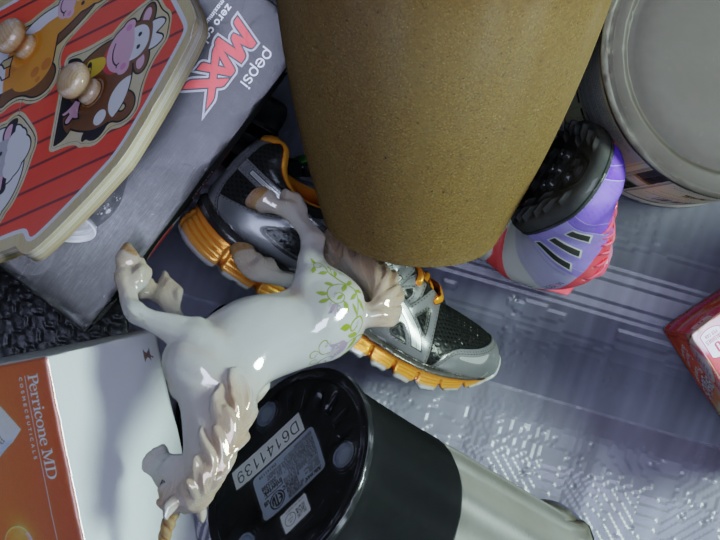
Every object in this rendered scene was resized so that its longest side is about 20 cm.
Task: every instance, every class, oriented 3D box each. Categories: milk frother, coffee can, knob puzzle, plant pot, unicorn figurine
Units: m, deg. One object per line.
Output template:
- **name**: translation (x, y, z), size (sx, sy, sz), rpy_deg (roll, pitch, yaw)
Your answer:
- **milk frother**: translation (0.000, 0.121, 1.382), size (0.180, 0.201, 0.188), rpy_deg (-30, 135, 31)
- **coffee can**: translation (0.186, -0.108, 1.347), size (0.145, 0.200, 0.148), rpy_deg (0, 90, -3)
- **knob puzzle**: translation (-0.160, -0.097, 1.316), size (0.030, 0.219, 0.220), rpy_deg (34, 89, -38)
- **plant pot**: translation (0.036, -0.110, 1.257), size (0.185, 0.187, 0.202), rpy_deg (5, 118, -3)
- **unicorn figurine**: translation (-0.065, 0.039, 1.274), size (0.199, 0.074, 0.138), rpy_deg (-33, 59, -8)

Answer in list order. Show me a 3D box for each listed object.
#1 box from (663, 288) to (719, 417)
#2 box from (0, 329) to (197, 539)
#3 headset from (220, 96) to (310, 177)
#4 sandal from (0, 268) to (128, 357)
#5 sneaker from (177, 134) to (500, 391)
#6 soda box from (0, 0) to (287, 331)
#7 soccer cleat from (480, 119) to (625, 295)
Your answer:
- **box**: translation (0.282, 0.020, 1.405), size (0.199, 0.095, 0.103), rpy_deg (-35, 92, -2)
- **box**: translation (-0.200, 0.112, 1.336), size (0.199, 0.097, 0.126), rpy_deg (-12, 91, 32)
- **headset**: translation (-0.077, -0.119, 1.411), size (0.198, 0.094, 0.125), rpy_deg (3, 96, -17)
- **sandal**: translation (-0.188, -0.010, 1.413), size (0.075, 0.048, 0.201), rpy_deg (-30, 79, -1)
- **sneaker**: translation (0.000, 0.000, 1.382), size (0.199, 0.078, 0.078), rpy_deg (30, 96, -21)
- **soda box**: translation (-0.109, -0.068, 1.337), size (0.071, 0.063, 0.201), rpy_deg (37, 95, -4)
- **soccer cleat**: translation (0.113, -0.028, 1.347), size (0.073, 0.200, 0.068), rpy_deg (34, 76, -6)
